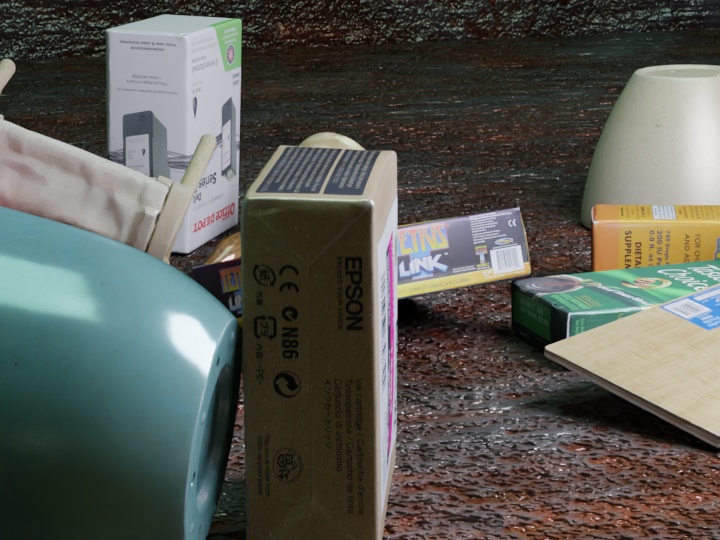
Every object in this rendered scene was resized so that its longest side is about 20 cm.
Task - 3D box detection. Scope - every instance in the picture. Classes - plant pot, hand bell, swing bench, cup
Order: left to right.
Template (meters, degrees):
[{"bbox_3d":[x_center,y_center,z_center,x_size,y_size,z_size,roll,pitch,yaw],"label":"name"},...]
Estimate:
[{"bbox_3d":[-0.239,-0.065,1.688,0.198,0.130,0.200,22,16,-2],"label":"swing bench"},{"bbox_3d":[-0.150,0.072,1.070,0.160,0.201,0.201,10,14,5],"label":"plant pot"},{"bbox_3d":[-0.074,-0.039,1.827,0.104,0.105,0.200,7,26,33],"label":"hand bell"},{"bbox_3d":[0.305,-0.116,1.957,0.199,0.144,0.200,-2,13,0],"label":"cup"}]

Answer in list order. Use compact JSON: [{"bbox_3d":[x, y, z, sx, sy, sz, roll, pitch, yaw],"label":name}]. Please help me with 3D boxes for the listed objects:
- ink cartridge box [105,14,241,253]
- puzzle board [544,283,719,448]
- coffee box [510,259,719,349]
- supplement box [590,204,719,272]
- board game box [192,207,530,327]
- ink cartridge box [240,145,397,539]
[{"bbox_3d":[-0.171,-0.127,1.921,0.084,0.201,0.145,5,14,16],"label":"ink cartridge box"},{"bbox_3d":[0.243,0.061,1.390,0.200,0.017,0.150,-16,31,-40],"label":"puzzle board"},{"bbox_3d":[0.223,0.029,1.544,0.199,0.044,0.123,-5,13,-15],"label":"coffee box"},{"bbox_3d":[0.286,-0.016,1.691,0.199,0.067,0.069,-1,13,5],"label":"supplement box"},{"bbox_3d":[0.000,0.000,1.575,0.199,0.057,0.165,-10,0,-35],"label":"board game box"},{"bbox_3d":[-0.020,0.041,1.156,0.075,0.201,0.165,0,13,5],"label":"ink cartridge box"}]
